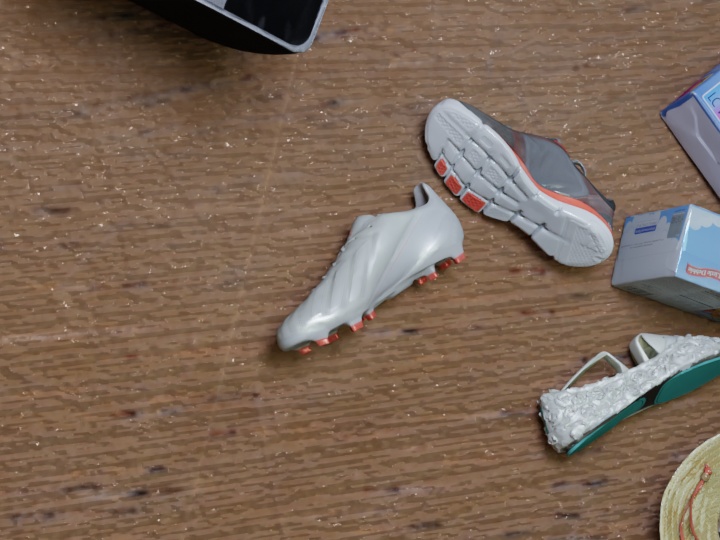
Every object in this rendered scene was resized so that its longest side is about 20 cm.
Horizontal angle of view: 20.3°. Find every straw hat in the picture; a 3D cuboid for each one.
[{"bbox_3d":[0.360,0.227,1.775,0.200,0.085,0.202,-1,79,3],"label":"straw hat"}]

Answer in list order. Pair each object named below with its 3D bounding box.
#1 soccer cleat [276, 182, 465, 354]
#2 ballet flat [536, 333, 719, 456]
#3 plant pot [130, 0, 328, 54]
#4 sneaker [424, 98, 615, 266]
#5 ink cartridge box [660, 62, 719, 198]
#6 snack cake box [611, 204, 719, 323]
[{"bbox_3d":[0.000,0.000,1.663,0.200,0.069,0.078,-33,93,-29],"label":"soccer cleat"},{"bbox_3d":[0.239,0.091,1.752,0.199,0.072,0.072,-25,95,-22],"label":"ballet flat"},{"bbox_3d":[-0.123,-0.282,1.575,0.199,0.177,0.201,25,76,-18],"label":"plant pot"},{"bbox_3d":[0.140,-0.086,1.735,0.200,0.077,0.082,40,45,-15],"label":"sneaker"},{"bbox_3d":[0.390,-0.152,1.823,0.200,0.076,0.137,-38,93,-22],"label":"ink cartridge box"},{"bbox_3d":[0.337,0.008,1.770,0.199,0.115,0.068,19,78,-20],"label":"snack cake box"}]
